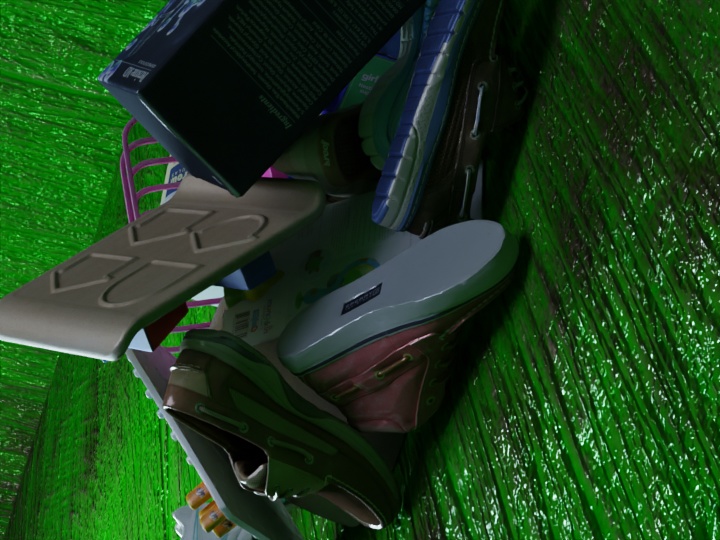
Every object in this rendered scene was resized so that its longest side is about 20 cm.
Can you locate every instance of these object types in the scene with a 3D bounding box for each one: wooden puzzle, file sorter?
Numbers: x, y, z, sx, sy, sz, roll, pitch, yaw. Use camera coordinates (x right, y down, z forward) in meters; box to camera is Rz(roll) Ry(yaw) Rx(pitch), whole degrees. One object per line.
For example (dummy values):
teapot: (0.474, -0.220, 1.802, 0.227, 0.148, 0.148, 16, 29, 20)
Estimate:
wooden puzzle: (-0.138, 0.003, 1.605, 0.200, 0.047, 0.185, -38, 25, -29)
file sorter: (-0.120, -0.032, 1.816, 0.200, 0.124, 0.140, 97, 163, -67)

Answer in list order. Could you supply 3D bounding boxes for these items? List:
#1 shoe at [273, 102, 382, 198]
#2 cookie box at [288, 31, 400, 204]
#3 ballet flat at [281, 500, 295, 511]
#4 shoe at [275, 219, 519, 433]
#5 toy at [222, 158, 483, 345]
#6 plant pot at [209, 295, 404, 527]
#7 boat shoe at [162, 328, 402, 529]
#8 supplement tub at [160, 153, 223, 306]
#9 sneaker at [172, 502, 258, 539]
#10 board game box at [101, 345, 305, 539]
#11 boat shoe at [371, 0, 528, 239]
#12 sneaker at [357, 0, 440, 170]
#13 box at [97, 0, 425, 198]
shoe: (-0.004, -0.088, 1.674, 0.200, 0.053, 0.071, -6, -95, -67)
cookie box: (0.001, -0.150, 1.882, 0.172, 0.075, 0.201, -90, 18, -46)
ballet flat: (-0.052, 0.123, 1.887, 0.063, 0.067, 0.201, 73, -157, -55)
shoe: (0.043, 0.041, 1.516, 0.199, 0.091, 0.072, -27, 29, 34)
toy: (0.000, 0.000, 1.613, 0.047, 0.199, 0.116, 57, -153, -43)
plant pot: (-0.047, 0.077, 1.708, 0.200, 0.133, 0.202, -165, 90, -78)
boat shoe: (-0.057, 0.121, 1.558, 0.076, 0.200, 0.072, -14, 41, 58)
supplement tub: (-0.108, -0.081, 2.120, 0.145, 0.144, 0.201, 127, 154, -60)
sneaker: (-0.137, 0.291, 1.962, 0.071, 0.080, 0.202, 95, -177, -60)
board game box: (-0.116, 0.135, 1.715, 0.200, 0.026, 0.200, 55, -176, 28)
boat shoe: (0.071, -0.116, 1.544, 0.072, 0.072, 0.201, -142, 72, -77)
sneaker: (0.074, -0.157, 1.626, 0.090, 0.078, 0.201, 1, 67, 47)
box: (-0.070, -0.165, 1.615, 0.200, 0.107, 0.148, -48, 18, -6)
